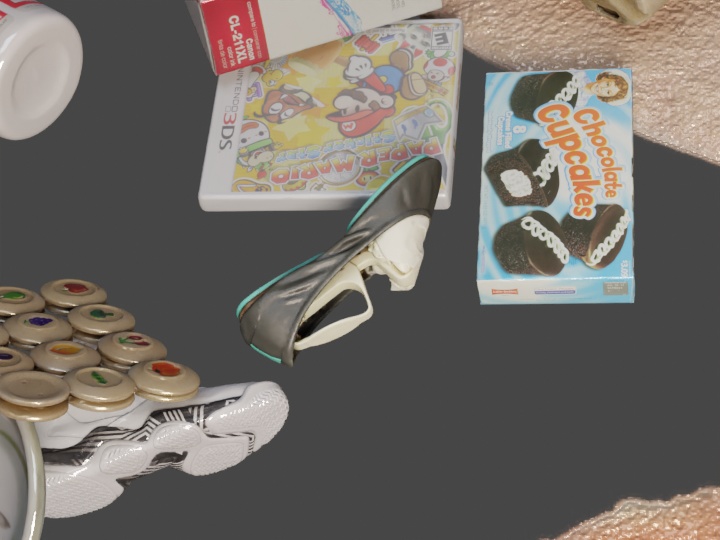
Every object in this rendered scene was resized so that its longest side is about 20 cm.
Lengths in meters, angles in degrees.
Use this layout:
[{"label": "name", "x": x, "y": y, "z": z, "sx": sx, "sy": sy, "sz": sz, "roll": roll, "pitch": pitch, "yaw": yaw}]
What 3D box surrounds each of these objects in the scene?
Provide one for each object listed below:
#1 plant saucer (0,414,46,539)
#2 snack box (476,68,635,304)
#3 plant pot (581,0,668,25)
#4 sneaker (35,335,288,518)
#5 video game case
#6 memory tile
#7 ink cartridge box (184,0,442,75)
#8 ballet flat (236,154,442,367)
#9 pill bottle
[{"label": "plant saucer", "x": -0.276, "y": 0.163, "z": 1.360, "sx": 0.200, "sy": 0.050, "sz": 0.201, "roll": -11, "pitch": 73, "yaw": 38}, {"label": "snack box", "x": 0.150, "y": -0.066, "z": 1.487, "sx": 0.116, "sy": 0.037, "sz": 0.200, "roll": -1, "pitch": 55, "yaw": 8}, {"label": "plant pot", "x": 0.233, "y": -0.305, "z": 1.562, "sx": 0.200, "sy": 0.201, "sz": 0.184, "roll": 38, "pitch": 80, "yaw": 29}, {"label": "sneaker", "x": -0.157, "y": 0.094, "z": 1.405, "sx": 0.199, "sy": 0.075, "sz": 0.115, "roll": -20, "pitch": 56, "yaw": -2}, {"label": "video game case", "x": -0.021, "y": -0.127, "z": 1.568, "sx": 0.199, "sy": 0.023, "sz": 0.182, "roll": 0, "pitch": 56, "yaw": 9}, {"label": "memory tile", "x": -0.215, "y": 0.051, "z": 1.367, "sx": 0.153, "sy": 0.017, "sz": 0.200, "roll": -6, "pitch": 25, "yaw": -33}, {"label": "ink cartridge box", "x": -0.048, "y": -0.257, "z": 1.607, "sx": 0.199, "sy": 0.083, "sz": 0.146, "roll": -17, "pitch": 44, "yaw": -7}, {"label": "ballet flat", "x": 0.000, "y": 0.000, "z": 1.456, "sx": 0.200, "sy": 0.068, "sz": 0.068, "roll": -41, "pitch": 68, "yaw": -6}, {"label": "pill bottle", "x": -0.336, "y": -0.195, "z": 1.613, "sx": 0.200, "sy": 0.112, "sz": 0.112, "roll": 28, "pitch": 64, "yaw": 26}]
